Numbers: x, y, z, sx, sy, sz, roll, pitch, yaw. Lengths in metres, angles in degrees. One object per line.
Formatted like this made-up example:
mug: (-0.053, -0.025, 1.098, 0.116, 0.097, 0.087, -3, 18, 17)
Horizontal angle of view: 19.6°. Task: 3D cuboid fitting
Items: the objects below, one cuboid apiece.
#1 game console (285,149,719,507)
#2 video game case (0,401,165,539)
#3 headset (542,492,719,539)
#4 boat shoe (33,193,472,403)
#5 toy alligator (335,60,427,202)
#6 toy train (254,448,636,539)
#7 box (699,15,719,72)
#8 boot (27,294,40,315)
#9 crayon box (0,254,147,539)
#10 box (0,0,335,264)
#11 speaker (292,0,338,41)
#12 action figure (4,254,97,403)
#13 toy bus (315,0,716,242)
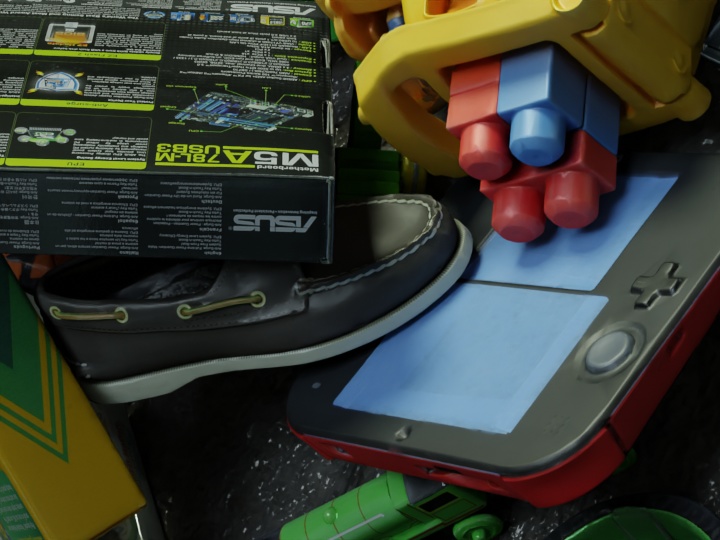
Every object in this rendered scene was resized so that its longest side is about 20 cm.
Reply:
game console: (0.068, 0.014, 0.873, 0.199, 0.031, 0.177, 6, 55, 54)
video game case: (-0.180, 0.173, 1.080, 0.200, 0.023, 0.183, -40, 48, 20)
headset: (0.085, 0.171, 0.789, 0.123, 0.094, 0.201, -12, 50, 38)
boat shoe: (-0.050, 0.003, 0.922, 0.200, 0.061, 0.072, -18, 35, 18)
toy alligator: (0.000, 0.000, 0.989, 0.054, 0.059, 0.202, 110, 161, -70)
toy train: (0.031, 0.098, 0.902, 0.199, 0.056, 0.042, -31, 52, 27)
box: (0.249, -0.139, 0.832, 0.159, 0.046, 0.201, 33, 92, 46)
boot: (-0.214, 0.067, 1.114, 0.095, 0.073, 0.201, -33, 27, 38)
crayon box: (-0.166, 0.066, 0.979, 0.051, 0.201, 0.126, -30, 3, -20)
box: (-0.109, -0.068, 0.920, 0.194, 0.198, 0.048, -94, 7, -59)
speaker: (-0.034, -0.217, 1.101, 0.088, 0.088, 0.201, -33, 50, 25)
action figure: (-0.102, -0.029, 1.057, 0.193, 0.105, 0.201, 33, 81, 25)
toy bus: (0.059, -0.104, 0.919, 0.199, 0.135, 0.194, -11, 61, 39)
